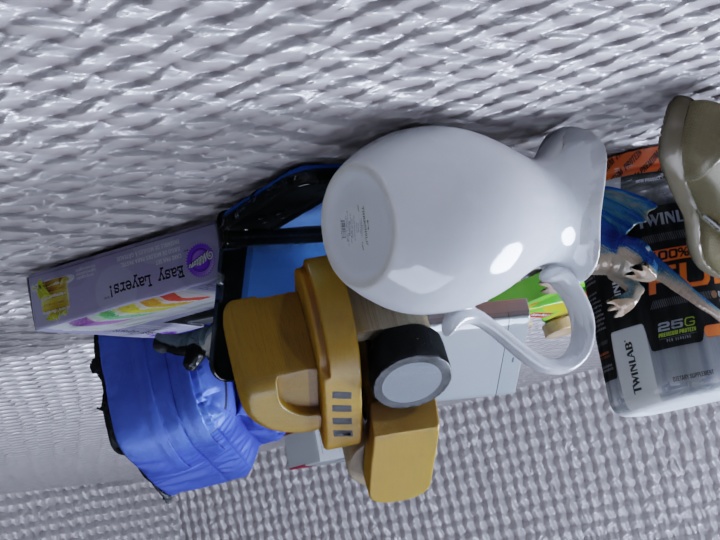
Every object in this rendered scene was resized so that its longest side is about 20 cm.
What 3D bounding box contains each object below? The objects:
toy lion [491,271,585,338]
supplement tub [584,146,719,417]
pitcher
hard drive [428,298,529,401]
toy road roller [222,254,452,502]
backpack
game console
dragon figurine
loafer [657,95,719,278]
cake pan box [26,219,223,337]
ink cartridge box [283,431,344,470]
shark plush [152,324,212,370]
[{"bbox_3d":[0.258,0.014,1.774,0.190,0.069,0.199,-26,164,31],"label":"toy lion"},{"bbox_3d":[0.241,0.010,1.271,0.121,0.203,0.123,-11,170,-2],"label":"supplement tub"},{"bbox_3d":[0.079,-0.010,1.055,0.198,0.174,0.121,-5,174,-38],"label":"pitcher"},{"bbox_3d":[0.047,0.078,1.420,0.197,0.027,0.133,-4,145,-5],"label":"hard drive"},{"bbox_3d":[-0.021,0.075,1.134,0.144,0.124,0.201,-9,140,-8],"label":"toy road roller"},{"bbox_3d":[-0.166,0.108,1.525,0.166,0.164,0.200,-21,156,7],"label":"backpack"},{"bbox_3d":[0.000,0.000,1.174,0.198,0.120,0.170,-5,167,-36],"label":"game console"},{"bbox_3d":[0.188,-0.023,1.185,0.197,0.100,0.059,13,137,1],"label":"dragon figurine"},{"bbox_3d":[0.269,-0.051,1.136,0.067,0.077,0.200,9,159,33],"label":"loafer"},{"bbox_3d":[-0.143,0.011,1.294,0.182,0.053,0.200,-13,171,21],"label":"cake pan box"},{"bbox_3d":[-0.041,0.360,3.340,0.198,0.084,0.145,-6,169,-32],"label":"ink cartridge box"},{"bbox_3d":[-0.078,0.059,1.317,0.198,0.092,0.083,-21,-163,25],"label":"shark plush"}]
